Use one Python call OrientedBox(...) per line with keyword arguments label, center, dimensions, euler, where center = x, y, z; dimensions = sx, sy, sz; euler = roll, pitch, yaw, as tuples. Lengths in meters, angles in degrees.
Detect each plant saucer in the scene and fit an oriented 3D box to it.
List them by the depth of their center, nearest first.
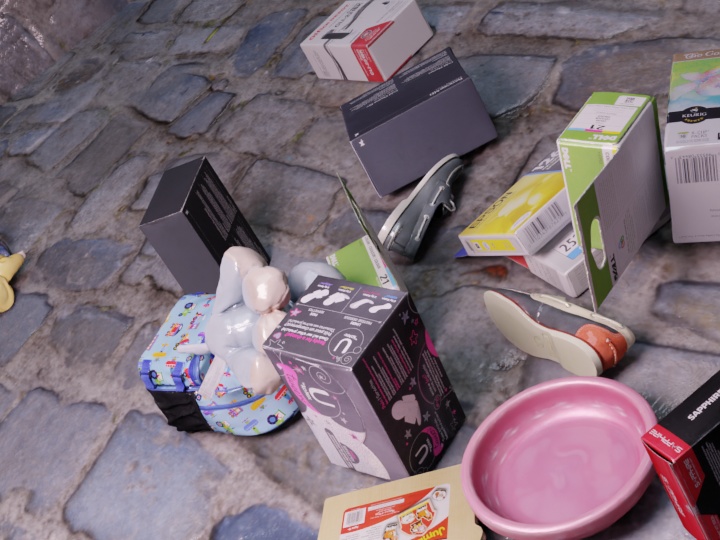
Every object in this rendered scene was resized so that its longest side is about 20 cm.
OrientedBox(label="plant saucer", center=(0.198, 0.190, 1.146), dimensions=(0.200, 0.051, 0.201), euler=(-21, 32, 14))

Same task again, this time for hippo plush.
OrientedBox(label="hippo plush", center=(-0.085, 0.071, 1.358), dimensions=(0.160, 0.160, 0.201), euler=(55, 131, 35))

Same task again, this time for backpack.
OrientedBox(label="backpack", center=(-0.154, 0.116, 1.485), dimensions=(0.199, 0.135, 0.183), euler=(1, 45, 38))

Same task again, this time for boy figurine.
OrientedBox(label="boy figurine", center=(-0.664, 0.008, 2.145), dimensions=(0.124, 0.065, 0.200), euler=(-34, 32, -4))

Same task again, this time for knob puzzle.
OrientedBox(label="knob puzzle", center=(0.036, 0.293, 1.168), dimensions=(0.219, 0.031, 0.220), euler=(-22, 32, 15))

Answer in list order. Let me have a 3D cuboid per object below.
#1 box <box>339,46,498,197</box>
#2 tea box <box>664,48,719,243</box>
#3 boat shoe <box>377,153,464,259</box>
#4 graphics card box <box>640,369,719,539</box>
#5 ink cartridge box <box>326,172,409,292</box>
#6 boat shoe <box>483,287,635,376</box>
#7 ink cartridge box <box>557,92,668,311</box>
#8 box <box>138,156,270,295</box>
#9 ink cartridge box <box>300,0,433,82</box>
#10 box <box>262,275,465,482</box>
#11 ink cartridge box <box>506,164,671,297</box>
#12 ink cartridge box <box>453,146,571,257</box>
OrientedBox(label="box", center=(0.083, -0.225, 1.764), dimensions=(0.199, 0.104, 0.182), euler=(-27, 23, 8))
OrientedBox(label="tea box", center=(0.445, -0.144, 1.294), dimensions=(0.199, 0.134, 0.197), euler=(-3, 39, 20))
OrientedBox(label="boat shoe", center=(0.098, -0.088, 1.640), dimensions=(0.062, 0.073, 0.200), euler=(35, 53, 10))
OrientedBox(label="graphics card box", center=(0.348, 0.135, 1.027), dimensions=(0.200, 0.126, 0.051), euler=(-38, 31, -9))
OrientedBox(label="ink cartridge box", center=(0.000, 0.000, 1.446), dimensions=(0.076, 0.200, 0.148), euler=(-29, 31, 4))
OrientedBox(label="boat shoe", center=(0.215, 0.059, 1.304), dimensions=(0.062, 0.071, 0.200), euler=(-36, 33, -19))
OrientedBox(label="ink cartridge box", center=(0.257, -0.078, 1.276), dimensions=(0.075, 0.148, 0.200), euler=(12, 45, 35))
OrientedBox(label="box", center=(-0.220, -0.039, 1.691), dimensions=(0.079, 0.200, 0.141), euler=(-18, 33, 19))
OrientedBox(label="ink cartridge box", center=(0.009, -0.421, 2.140), dimensions=(0.200, 0.084, 0.144), euler=(13, 53, 50))
OrientedBox(label="box", center=(0.005, 0.121, 1.259), dimensions=(0.132, 0.201, 0.115), euler=(10, 49, 39))
OrientedBox(label="ink cartridge box", center=(0.280, -0.069, 1.451), dimensions=(0.200, 0.045, 0.176), euler=(-38, 33, -11))
OrientedBox(label="ink cartridge box", center=(0.220, -0.091, 1.483), dimensions=(0.198, 0.047, 0.200), euler=(-42, 18, -18))
